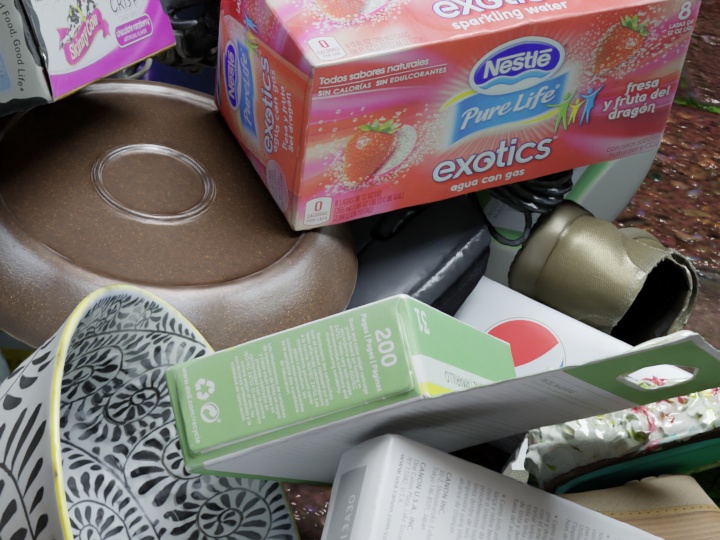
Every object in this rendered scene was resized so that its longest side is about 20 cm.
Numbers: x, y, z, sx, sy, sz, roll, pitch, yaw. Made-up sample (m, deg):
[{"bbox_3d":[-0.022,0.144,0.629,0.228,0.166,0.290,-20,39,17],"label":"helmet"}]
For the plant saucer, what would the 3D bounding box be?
[{"bbox_3d":[-0.096,-0.030,0.805,0.200,0.032,0.200,10,40,-8],"label":"plant saucer"}]

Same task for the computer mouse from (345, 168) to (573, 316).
[{"bbox_3d":[0.000,0.000,0.863,0.138,0.200,0.053,24,-12,32],"label":"computer mouse"}]

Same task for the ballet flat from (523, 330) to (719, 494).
[{"bbox_3d":[0.167,0.053,0.789,0.200,0.076,0.064,-10,64,-6],"label":"ballet flat"}]

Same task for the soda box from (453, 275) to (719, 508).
[{"bbox_3d":[0.109,0.068,0.878,0.200,0.068,0.064,26,75,19],"label":"soda box"}]

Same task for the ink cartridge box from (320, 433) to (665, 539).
[{"bbox_3d":[0.069,0.170,0.667,0.200,0.050,0.161,24,64,-22],"label":"ink cartridge box"}]

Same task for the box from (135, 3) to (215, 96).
[{"bbox_3d":[-0.147,-0.132,1.042,0.200,0.148,0.104,11,31,-4],"label":"box"}]

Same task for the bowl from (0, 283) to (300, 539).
[{"bbox_3d":[-0.100,0.114,0.677,0.094,0.201,0.201,-19,27,17],"label":"bowl"}]

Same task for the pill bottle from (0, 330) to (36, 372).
[{"bbox_3d":[-0.179,0.003,0.848,0.200,0.111,0.111,5,32,-16],"label":"pill bottle"}]

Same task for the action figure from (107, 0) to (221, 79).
[{"bbox_3d":[-0.087,-0.144,0.893,0.119,0.200,0.102,4,65,-55],"label":"action figure"}]

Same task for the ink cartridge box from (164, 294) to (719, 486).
[{"bbox_3d":[0.044,0.041,0.705,0.200,0.048,0.146,-18,-15,17],"label":"ink cartridge box"}]

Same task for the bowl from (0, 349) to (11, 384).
[{"bbox_3d":[-0.233,0.064,0.710,0.201,0.090,0.201,43,29,-31],"label":"bowl"}]

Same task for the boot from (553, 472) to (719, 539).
[{"bbox_3d":[0.092,0.172,0.708,0.200,0.072,0.167,-12,58,-19],"label":"boot"}]

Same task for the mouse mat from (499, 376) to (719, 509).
[{"bbox_3d":[0.145,0.139,0.784,0.200,0.008,0.161,26,63,18],"label":"mouse mat"}]

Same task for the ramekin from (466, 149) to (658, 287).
[{"bbox_3d":[0.076,-0.079,1.005,0.200,0.200,0.098,-10,46,-34],"label":"ramekin"}]

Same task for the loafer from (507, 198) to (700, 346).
[{"bbox_3d":[0.140,0.017,0.941,0.067,0.076,0.200,37,11,27],"label":"loafer"}]

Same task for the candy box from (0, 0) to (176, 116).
[{"bbox_3d":[-0.199,-0.090,0.783,0.200,0.061,0.136,-13,12,20],"label":"candy box"}]

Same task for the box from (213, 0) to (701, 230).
[{"bbox_3d":[0.043,-0.103,0.825,0.200,0.095,0.103,-13,46,-22],"label":"box"}]
